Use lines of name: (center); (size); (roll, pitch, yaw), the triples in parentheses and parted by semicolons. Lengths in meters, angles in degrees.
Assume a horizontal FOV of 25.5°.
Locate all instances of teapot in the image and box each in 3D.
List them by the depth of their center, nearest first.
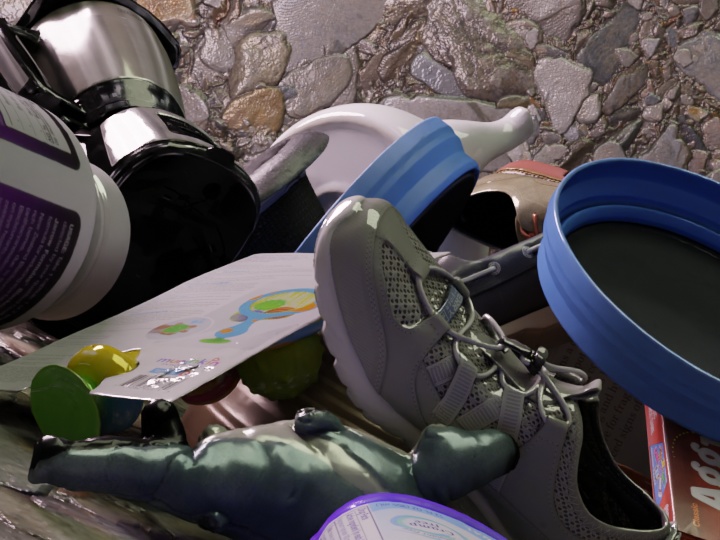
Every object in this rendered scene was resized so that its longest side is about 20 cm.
teapot: (0.016, -0.019, 1.152); (0.199, 0.199, 0.146); (-3, -6, 32)

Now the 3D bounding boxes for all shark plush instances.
shark plush: (-0.013, 0.087, 0.558); (0.200, 0.091, 0.084); (33, 29, -30)

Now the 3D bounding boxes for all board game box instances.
board game box: (0.192, 0.084, 0.797); (0.102, 0.020, 0.200); (19, 33, -6)

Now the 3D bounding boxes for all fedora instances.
fedora: (-0.083, -0.006, 1.055); (0.092, 0.200, 0.201); (54, -3, -8)

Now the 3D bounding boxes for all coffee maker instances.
coffee maker: (-0.155, -0.039, 0.927); (0.134, 0.193, 0.200); (2, 35, -26)

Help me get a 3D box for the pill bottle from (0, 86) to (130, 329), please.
pill bottle: (-0.187, -0.033, 0.703); (0.111, 0.112, 0.200); (27, 1, 25)

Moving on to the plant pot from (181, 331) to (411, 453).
plant pot: (0.021, 0.083, 0.756); (0.200, 0.093, 0.201); (28, 1, 0)

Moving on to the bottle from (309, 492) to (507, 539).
bottle: (0.028, 0.109, 0.386); (0.083, 0.066, 0.200); (28, 1, -7)

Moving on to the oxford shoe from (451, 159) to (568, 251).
oxford shoe: (0.138, -0.023, 0.994); (0.075, 0.071, 0.200); (-21, 19, -37)

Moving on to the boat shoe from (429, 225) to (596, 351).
boat shoe: (0.049, 0.021, 0.872); (0.199, 0.063, 0.073); (-14, -20, -14)

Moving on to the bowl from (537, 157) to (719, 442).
bowl: (0.183, 0.017, 0.830); (0.200, 0.039, 0.201); (18, 34, -13)

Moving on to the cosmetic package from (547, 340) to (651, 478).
cosmetic package: (0.176, 0.113, 0.974); (0.199, 0.168, 0.166); (28, 2, 15)

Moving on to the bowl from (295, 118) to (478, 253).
bowl: (0.000, 0.000, 0.954); (0.039, 0.201, 0.201); (38, 3, 8)

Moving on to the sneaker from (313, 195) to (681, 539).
sneaker: (0.057, 0.046, 0.637); (0.200, 0.082, 0.075); (53, 34, -19)

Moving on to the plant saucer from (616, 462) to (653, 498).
plant saucer: (0.171, 0.168, 0.747); (0.200, 0.032, 0.200); (36, 13, -10)

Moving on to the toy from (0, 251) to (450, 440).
toy: (-0.058, 0.035, 0.672); (0.115, 0.047, 0.200); (1, 13, 35)
